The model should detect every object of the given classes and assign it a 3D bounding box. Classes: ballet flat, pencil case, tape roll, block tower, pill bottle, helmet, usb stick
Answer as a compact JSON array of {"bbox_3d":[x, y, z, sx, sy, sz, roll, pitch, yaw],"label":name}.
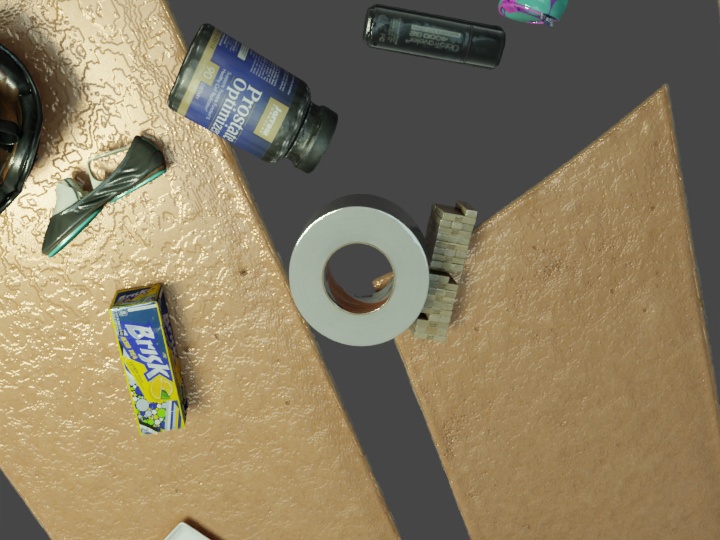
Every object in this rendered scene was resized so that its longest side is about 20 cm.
[{"bbox_3d":[-0.343,-0.103,0.883,0.198,0.068,0.069,-38,104,-6],"label":"ballet flat"},{"bbox_3d":[0.242,-0.419,0.860,0.091,0.085,0.205,0,113,-41],"label":"pencil case"},{"bbox_3d":[0.000,0.000,0.959,0.194,0.066,0.206,2,111,5],"label":"tape roll"},{"bbox_3d":[0.117,-0.001,1.013,0.056,0.054,0.206,8,108,-14],"label":"block tower"},{"bbox_3d":[-0.131,-0.207,0.854,0.196,0.112,0.114,26,104,-19],"label":"pill bottle"},{"bbox_3d":[-0.463,-0.152,0.767,0.188,0.203,0.200,-27,119,38],"label":"helmet"},{"bbox_3d":[0.100,-0.309,0.904,0.194,0.033,0.057,5,117,-13],"label":"usb stick"}]

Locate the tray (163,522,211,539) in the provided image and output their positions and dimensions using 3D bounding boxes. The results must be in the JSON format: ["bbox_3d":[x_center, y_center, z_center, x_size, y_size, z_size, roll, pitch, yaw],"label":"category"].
[{"bbox_3d":[-0.258,0.501,1.149,0.107,0.022,0.200,-44,112,6],"label":"tray"}]

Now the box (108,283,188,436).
[{"bbox_3d":[-0.299,0.128,0.976,0.068,0.065,0.206,-9,113,-7],"label":"box"}]
